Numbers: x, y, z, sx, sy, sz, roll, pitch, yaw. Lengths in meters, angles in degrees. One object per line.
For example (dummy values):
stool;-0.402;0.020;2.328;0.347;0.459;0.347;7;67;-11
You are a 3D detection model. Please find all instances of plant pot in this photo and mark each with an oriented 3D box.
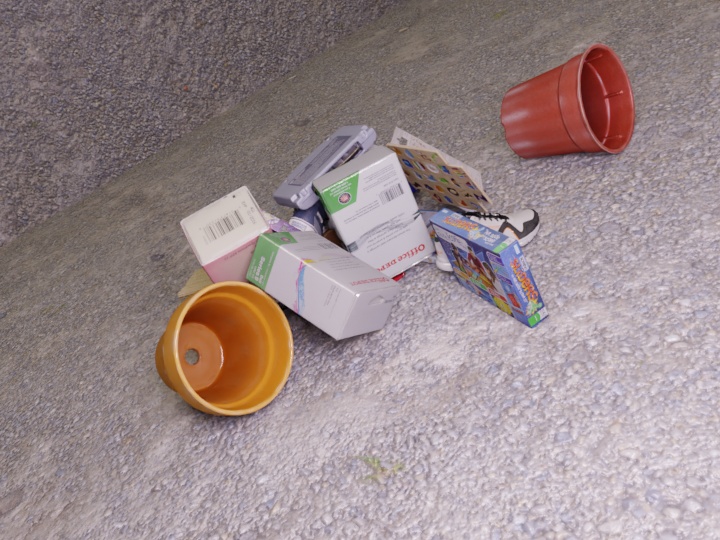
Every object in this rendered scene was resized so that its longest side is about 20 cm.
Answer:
plant pot;-0.238;0.132;1.131;0.183;0.201;0.200;-18;22;52
plant pot;0.390;-0.308;1.363;0.194;0.202;0.201;-6;32;48

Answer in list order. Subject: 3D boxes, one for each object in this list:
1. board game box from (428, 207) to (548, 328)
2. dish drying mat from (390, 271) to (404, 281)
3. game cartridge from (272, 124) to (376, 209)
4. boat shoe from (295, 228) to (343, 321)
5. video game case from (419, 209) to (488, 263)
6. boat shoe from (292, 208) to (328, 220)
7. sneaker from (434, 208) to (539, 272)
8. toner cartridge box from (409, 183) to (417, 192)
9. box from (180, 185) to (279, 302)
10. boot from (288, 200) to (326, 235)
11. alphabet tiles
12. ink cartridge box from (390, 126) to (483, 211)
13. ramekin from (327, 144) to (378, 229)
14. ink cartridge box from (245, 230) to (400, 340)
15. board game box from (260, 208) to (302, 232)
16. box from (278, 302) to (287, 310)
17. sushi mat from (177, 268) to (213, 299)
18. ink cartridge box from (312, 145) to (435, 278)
board game box;0.186;-0.008;1.046;0.034;0.136;0.200;-34;28;-10
dish drying mat;0.000;0.000;1.327;0.077;0.018;0.200;-35;28;-18
game cartridge;-0.070;-0.191;1.299;0.200;0.041;0.133;-46;30;-13
boat shoe;-0.060;-0.003;1.279;0.068;0.071;0.201;121;166;-54
video game case;0.139;-0.065;1.323;0.143;0.018;0.199;-41;30;-29
boat shoe;-0.071;-0.126;1.591;0.198;0.058;0.067;2;1;37
sneaker;0.213;-0.068;1.181;0.198;0.081;0.074;-23;23;-15
toner cartridge box;0.023;-0.184;1.543;0.198;0.044;0.095;-2;12;20
box;-0.202;-0.023;1.210;0.127;0.201;0.109;-30;58;-7
boot;-0.090;-0.090;1.392;0.200;0.072;0.091;92;-156;-77
alphabet tiles;0.131;-0.159;1.211;0.199;0.166;0.006;21;74;51
ink cartridge box;0.141;-0.195;1.359;0.161;0.198;0.050;-73;10;-65
ramekin;0.009;-0.151;1.373;0.097;0.202;0.201;21;33;-3
ink cartridge box;-0.058;0.018;1.118;0.199;0.088;0.145;29;18;26
board game box;-0.151;-0.059;1.367;0.032;0.119;0.200;-59;2;-12
box;-0.228;0.037;1.395;0.140;0.079;0.200;-28;27;-10
sushi mat;-0.261;0.004;1.385;0.198;0.012;0.096;-15;28;22
ink cartridge box;0.025;-0.092;1.232;0.146;0.201;0.083;-27;24;-6
